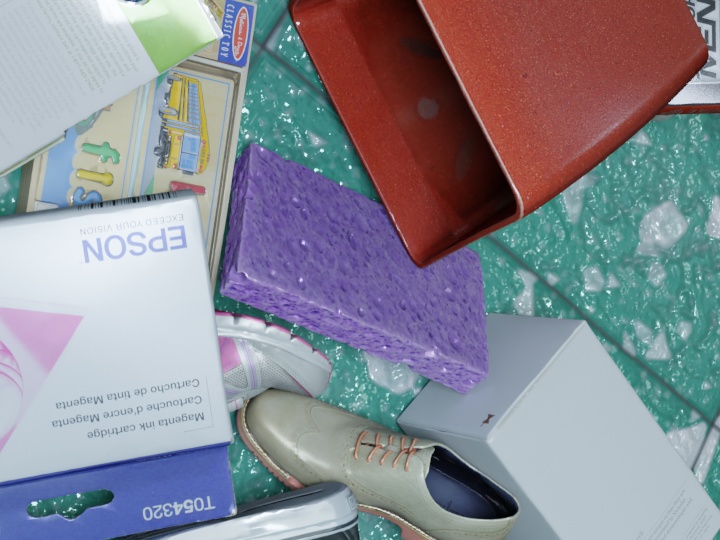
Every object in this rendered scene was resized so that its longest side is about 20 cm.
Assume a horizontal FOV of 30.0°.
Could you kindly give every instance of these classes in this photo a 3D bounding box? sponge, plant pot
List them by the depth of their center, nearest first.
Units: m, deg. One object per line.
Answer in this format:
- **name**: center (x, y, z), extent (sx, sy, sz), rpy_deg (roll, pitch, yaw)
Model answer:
- **plant pot**: center (0.093, -0.140, 0.842), extent (0.176, 0.200, 0.201), rpy_deg (-26, 89, -18)
- **sponge**: center (0.000, 0.000, 0.895), extent (0.199, 0.030, 0.112), rpy_deg (24, 46, -27)

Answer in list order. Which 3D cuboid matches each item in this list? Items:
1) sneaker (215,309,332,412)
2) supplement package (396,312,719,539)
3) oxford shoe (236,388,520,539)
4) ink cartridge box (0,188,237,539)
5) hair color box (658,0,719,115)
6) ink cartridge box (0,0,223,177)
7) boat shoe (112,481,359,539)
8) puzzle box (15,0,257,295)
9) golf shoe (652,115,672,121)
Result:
- **sneaker**: center (-0.115, 0.065, 0.838), extent (0.199, 0.081, 0.089), rpy_deg (10, 88, -20)
- **supplement package**: center (0.144, 0.143, 0.961), extent (0.117, 0.117, 0.200), rpy_deg (-46, 112, -21)
- **oxford shoe**: center (0.015, 0.124, 0.888), extent (0.199, 0.074, 0.071), rpy_deg (26, 51, -10)
- **ink cartridge box**: center (-0.175, 0.067, 0.757), extent (0.195, 0.043, 0.201), rpy_deg (-10, 99, -10)
- **hair color box**: center (0.192, -0.162, 0.958), extent (0.199, 0.061, 0.102), rpy_deg (-2, 92, 6)
- **ink cartridge box**: center (-0.196, -0.142, 0.738), extent (0.199, 0.076, 0.148), rpy_deg (-30, 107, 1)
- **boat shoe**: center (-0.092, 0.188, 0.824), extent (0.199, 0.072, 0.071), rpy_deg (-13, 90, -6)
- **puzzle box**: center (-0.141, -0.085, 0.846), extent (0.132, 0.025, 0.201), rpy_deg (9, 86, -30)
- **golf shoe**: center (0.224, -0.217, 1.039), extent (0.097, 0.078, 0.201), rpy_deg (-12, 101, -49)
